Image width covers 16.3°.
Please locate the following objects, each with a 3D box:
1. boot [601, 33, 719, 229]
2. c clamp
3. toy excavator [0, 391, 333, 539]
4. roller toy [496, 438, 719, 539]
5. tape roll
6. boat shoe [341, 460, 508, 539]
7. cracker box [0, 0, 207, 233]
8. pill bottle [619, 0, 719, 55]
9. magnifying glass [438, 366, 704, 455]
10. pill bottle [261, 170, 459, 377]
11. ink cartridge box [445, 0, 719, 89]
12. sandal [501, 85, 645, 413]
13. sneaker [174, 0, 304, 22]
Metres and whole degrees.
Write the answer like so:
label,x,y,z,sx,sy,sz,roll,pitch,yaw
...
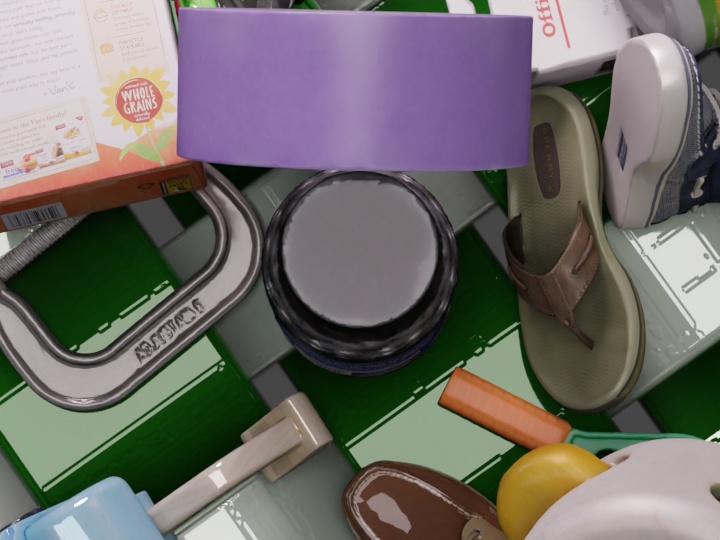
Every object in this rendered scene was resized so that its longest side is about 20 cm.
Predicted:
label,x,y,z,sx,sy,sz,roll,pitch,yaw
boot,0.195,-0.086,1.450,0.090,0.200,0.073,-11,73,-5
c clamp,-0.166,-0.010,1.520,0.200,0.027,0.171,-33,84,-4
toy excavator,-0.126,0.153,1.457,0.200,0.194,0.100,-35,84,24
roller toy,0.168,0.189,1.361,0.199,0.140,0.183,2,104,18
tape roll,-0.003,-0.104,1.407,0.199,0.200,0.085,1,96,0
boat shoe,0.076,0.179,1.477,0.200,0.072,0.076,35,84,3
cracker box,-0.177,-0.135,1.505,0.133,0.058,0.201,-12,74,-2
pill bottle,0.240,-0.215,1.440,0.200,0.111,0.111,-30,84,-7
magnifying glass,0.141,0.114,1.514,0.199,0.022,0.080,27,84,1
pill bottle,0.000,0.000,1.433,0.111,0.200,0.112,0,84,0
ink cartridge box,0.146,-0.181,1.523,0.199,0.067,0.116,-13,84,-3
sandal,0.113,-0.012,1.495,0.080,0.057,0.202,-20,76,33
sneaker,-0.075,-0.187,1.527,0.083,0.077,0.201,-12,90,-14
